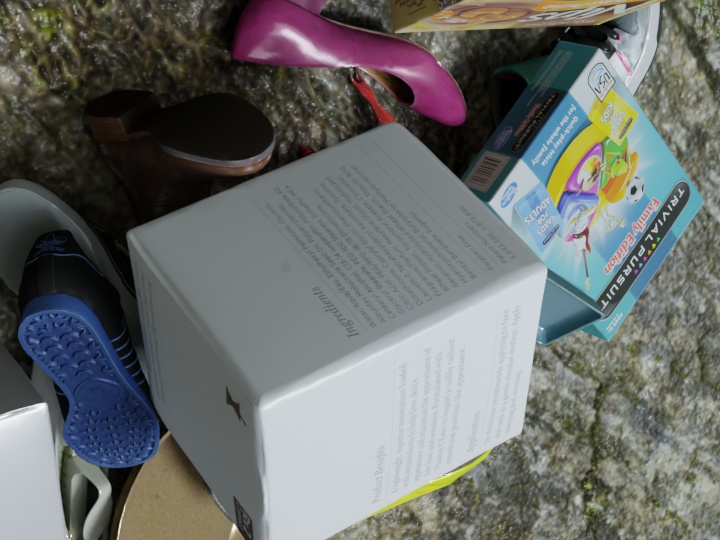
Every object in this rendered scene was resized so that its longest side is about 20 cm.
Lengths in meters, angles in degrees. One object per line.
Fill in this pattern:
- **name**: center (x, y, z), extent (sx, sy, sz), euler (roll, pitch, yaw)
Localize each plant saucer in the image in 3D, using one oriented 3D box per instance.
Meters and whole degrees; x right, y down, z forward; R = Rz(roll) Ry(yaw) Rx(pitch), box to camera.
- **plant saucer**: center (0.097, -0.002, 1.005), extent (0.200, 0.070, 0.019), euler (30, 50, -28)
- **plant saucer**: center (-0.138, 0.202, 1.045), extent (0.200, 0.035, 0.200), euler (-20, 114, -54)

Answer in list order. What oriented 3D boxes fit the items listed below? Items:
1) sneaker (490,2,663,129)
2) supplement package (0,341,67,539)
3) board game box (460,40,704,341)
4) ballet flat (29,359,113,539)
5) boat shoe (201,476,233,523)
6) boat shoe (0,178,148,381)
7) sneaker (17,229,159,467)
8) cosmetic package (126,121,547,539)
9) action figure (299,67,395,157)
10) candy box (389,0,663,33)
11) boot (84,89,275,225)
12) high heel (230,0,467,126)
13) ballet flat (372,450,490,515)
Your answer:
- **sneaker**: center (0.170, -0.171, 1.084), extent (0.121, 0.084, 0.200), euler (0, 113, -45)
- **supplement package**: center (-0.280, 0.165, 0.909), extent (0.120, 0.121, 0.200), euler (-16, 121, -27)
- **board game box**: center (0.181, -0.060, 1.047), extent (0.151, 0.047, 0.200), euler (-54, 129, -10)
- **ballet flat**: center (-0.208, 0.136, 0.980), extent (0.069, 0.069, 0.200), euler (-8, 116, -32)
- **boat shoe**: center (-0.101, 0.130, 0.973), extent (0.057, 0.067, 0.200), euler (-58, 150, -51)
- **boat shoe**: center (-0.193, 0.007, 0.928), extent (0.071, 0.064, 0.200), euler (-24, 124, 15)
- **sneaker**: center (-0.179, 0.057, 0.886), extent (0.070, 0.078, 0.200), euler (-7, 141, 1)
- **cosmetic package**: center (-0.017, 0.043, 0.818), extent (0.200, 0.165, 0.165), euler (-24, 141, -23)
- **action figure**: center (-0.018, -0.078, 0.990), extent (0.099, 0.065, 0.200), euler (49, 39, -2)
- **candy box**: center (0.132, -0.215, 0.956), extent (0.200, 0.115, 0.055), euler (-9, 91, -30)
- **boot**: center (-0.096, -0.024, 0.907), extent (0.064, 0.186, 0.200), euler (-37, 126, -28)
- **high heel**: center (-0.007, -0.145, 0.979), extent (0.200, 0.067, 0.096), euler (36, 80, -26)
- **ballet flat**: center (0.030, 0.185, 1.180), extent (0.200, 0.067, 0.067), euler (-20, 143, -22)
